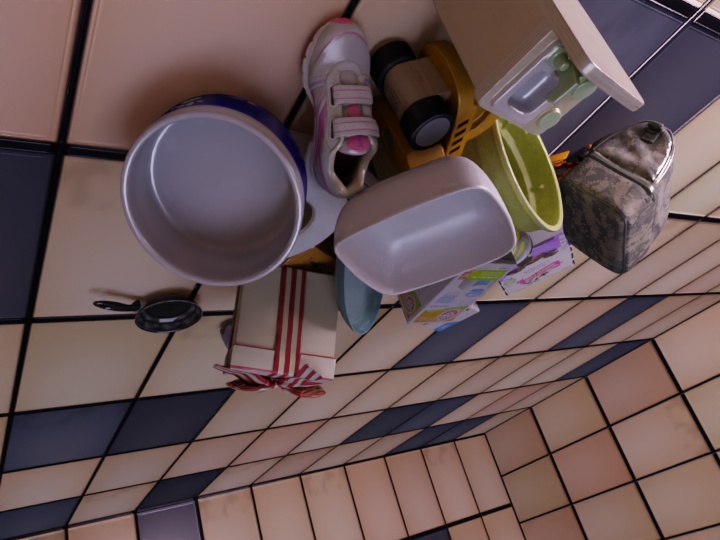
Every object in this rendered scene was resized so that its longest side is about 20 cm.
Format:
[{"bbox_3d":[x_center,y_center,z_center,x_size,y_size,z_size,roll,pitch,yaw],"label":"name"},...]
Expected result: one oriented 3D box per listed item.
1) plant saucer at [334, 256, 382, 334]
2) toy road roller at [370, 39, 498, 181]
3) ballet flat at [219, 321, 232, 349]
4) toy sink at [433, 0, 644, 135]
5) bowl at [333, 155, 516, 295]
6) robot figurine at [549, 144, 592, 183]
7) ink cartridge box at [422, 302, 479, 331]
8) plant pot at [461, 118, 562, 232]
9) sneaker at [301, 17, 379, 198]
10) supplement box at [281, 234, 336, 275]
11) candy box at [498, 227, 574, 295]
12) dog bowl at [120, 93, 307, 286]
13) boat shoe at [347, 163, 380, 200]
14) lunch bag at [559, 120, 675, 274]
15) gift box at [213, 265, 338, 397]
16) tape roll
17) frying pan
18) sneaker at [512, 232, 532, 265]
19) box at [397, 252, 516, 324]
[{"bbox_3d":[0.000,0.000,0.970,0.027,0.204,0.200,4,162,21],"label":"plant saucer"},{"bbox_3d":[0.092,-0.183,0.737,0.143,0.124,0.201,-19,155,-15],"label":"toy road roller"},{"bbox_3d":[-0.176,0.113,1.178,0.197,0.073,0.072,-19,154,-2],"label":"ballet flat"},{"bbox_3d":[0.178,-0.225,0.624,0.129,0.203,0.112,7,144,-44],"label":"toy sink"},{"bbox_3d":[0.078,-0.056,0.725,0.196,0.076,0.200,-20,151,18],"label":"bowl"},{"bbox_3d":[0.355,-0.161,1.035,0.196,0.059,0.146,-16,154,-6],"label":"robot figurine"},{"bbox_3d":[0.172,0.070,1.339,0.115,0.068,0.199,-30,152,22],"label":"ink cartridge box"},{"bbox_3d":[0.162,-0.118,0.860,0.182,0.204,0.199,-23,156,33],"label":"plant pot"},{"bbox_3d":[-0.014,-0.171,0.670,0.080,0.088,0.203,-15,126,-24],"label":"sneaker"},{"bbox_3d":[-0.059,-0.021,1.006,0.066,0.070,0.199,-29,154,18],"label":"supplement box"},{"bbox_3d":[0.351,-0.038,1.252,0.166,0.073,0.200,-27,153,13],"label":"candy box"},{"bbox_3d":[-0.158,-0.089,0.674,0.195,0.079,0.204,0,120,1],"label":"dog bowl"},{"bbox_3d":[0.008,-0.114,0.868,0.069,0.072,0.200,-36,158,12],"label":"boat shoe"},{"bbox_3d":[0.419,-0.117,0.950,0.167,0.139,0.201,-42,144,-5],"label":"lunch bag"},{"bbox_3d":[-0.133,0.100,0.958,0.180,0.191,0.200,8,166,-10],"label":"gift box"},{"bbox_3d":[-0.120,-0.094,0.815,0.198,0.072,0.203,-16,154,-8],"label":"tape roll"},{"bbox_3d":[-0.360,0.073,1.012,0.187,0.031,0.115,4,145,-34],"label":"frying pan"},{"bbox_3d":[0.224,-0.012,1.121,0.200,0.076,0.076,-45,140,21],"label":"sneaker"},{"bbox_3d":[0.157,0.001,1.051,0.111,0.103,0.200,1,146,-33],"label":"box"}]
